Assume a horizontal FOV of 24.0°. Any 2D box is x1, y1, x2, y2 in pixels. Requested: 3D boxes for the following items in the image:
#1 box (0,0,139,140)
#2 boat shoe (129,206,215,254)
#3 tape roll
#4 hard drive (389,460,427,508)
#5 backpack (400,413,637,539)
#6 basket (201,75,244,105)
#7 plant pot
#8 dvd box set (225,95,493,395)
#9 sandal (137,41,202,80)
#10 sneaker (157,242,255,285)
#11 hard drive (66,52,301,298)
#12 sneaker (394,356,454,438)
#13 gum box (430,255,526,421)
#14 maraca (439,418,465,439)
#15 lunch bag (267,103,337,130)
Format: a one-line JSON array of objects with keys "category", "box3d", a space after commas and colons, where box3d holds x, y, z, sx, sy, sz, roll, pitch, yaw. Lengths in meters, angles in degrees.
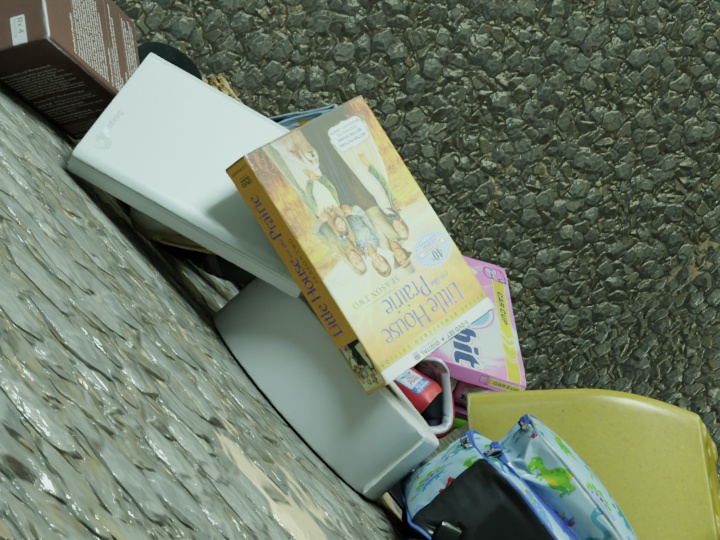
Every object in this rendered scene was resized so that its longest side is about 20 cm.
[{"category": "box", "box3d": [-0.245, -0.186, 1.364, 0.200, 0.075, 0.100, 49, 30, -70]}, {"category": "boat shoe", "box3d": [-0.088, -0.043, 1.358, 0.200, 0.069, 0.074, 11, 59, -16]}, {"category": "tape roll", "box3d": [-0.026, 0.088, 1.356, 0.202, 0.071, 0.202, 49, 1, -1]}, {"category": "hard drive", "box3d": [0.079, 0.225, 1.552, 0.140, 0.033, 0.200, 49, 2, 23]}, {"category": "backpack", "box3d": [0.127, 0.206, 1.325, 0.183, 0.147, 0.200, 51, -2, -7]}, {"category": "basket", "box3d": [-0.182, -0.096, 1.665, 0.200, 0.149, 0.143, -128, -151, -65]}, {"category": "plant pot", "box3d": [0.221, 0.208, 1.512, 0.196, 0.200, 0.194, 46, 37, -66]}, {"category": "dvd box set", "box3d": [0.003, -0.023, 1.288, 0.146, 0.029, 0.200, -31, 90, -44]}, {"category": "sandal", "box3d": [-0.179, -0.146, 1.539, 0.048, 0.075, 0.200, 95, -10, -49]}, {"category": "sneaker", "box3d": [-0.129, -0.024, 1.446, 0.200, 0.076, 0.116, 35, 14, -31]}, {"category": "hard drive", "box3d": [-0.107, -0.076, 1.309, 0.200, 0.132, 0.026, 30, -40, 0]}, {"category": "sneaker", "box3d": [0.004, 0.082, 1.521, 0.200, 0.071, 0.112, 44, -25, -16]}, {"category": "gum box", "box3d": [0.090, 0.064, 1.671, 0.113, 0.066, 0.200, 17, 34, -15]}, {"category": "maraca", "box3d": [0.040, 0.121, 1.708, 0.137, 0.107, 0.200, 28, 5, 16]}, {"category": "lunch bag", "box3d": [-0.075, -0.092, 1.933, 0.127, 0.200, 0.170, 50, 3, 23]}]
